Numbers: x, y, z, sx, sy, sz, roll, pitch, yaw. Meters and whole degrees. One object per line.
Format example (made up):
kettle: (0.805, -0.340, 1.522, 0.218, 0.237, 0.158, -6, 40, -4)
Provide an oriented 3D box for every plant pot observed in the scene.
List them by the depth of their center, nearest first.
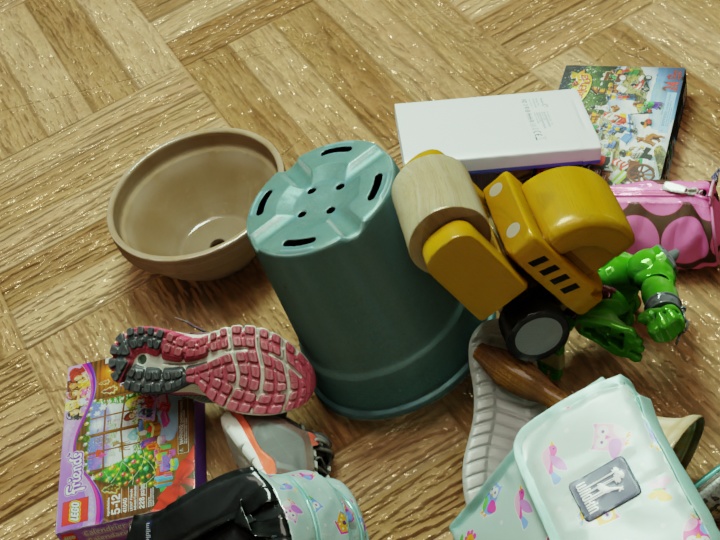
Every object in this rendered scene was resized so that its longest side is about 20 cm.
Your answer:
plant pot: (0.000, 0.000, 1.160, 0.198, 0.197, 0.201, -19, 39, 16)
plant pot: (-0.167, -0.055, 1.359, 0.199, 0.093, 0.202, -9, 46, 10)

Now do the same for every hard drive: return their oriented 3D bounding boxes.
hard drive: (0.139, -0.144, 1.303, 0.198, 0.026, 0.132, -5, 35, -1)

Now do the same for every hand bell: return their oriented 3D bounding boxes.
hand bell: (0.179, 0.119, 1.062, 0.199, 0.105, 0.104, 31, 62, 26)

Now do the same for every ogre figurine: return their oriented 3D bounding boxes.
ogre figurine: (0.219, 0.029, 1.153, 0.200, 0.098, 0.120, -36, 15, 52)

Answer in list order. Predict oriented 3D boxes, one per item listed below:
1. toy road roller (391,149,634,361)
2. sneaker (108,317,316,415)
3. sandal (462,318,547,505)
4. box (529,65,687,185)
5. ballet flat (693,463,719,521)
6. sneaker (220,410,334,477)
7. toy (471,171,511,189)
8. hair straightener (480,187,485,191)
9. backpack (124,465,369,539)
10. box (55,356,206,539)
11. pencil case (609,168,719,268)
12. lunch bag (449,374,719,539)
toy road roller: (0.136, -0.037, 1.053, 0.146, 0.200, 0.123, -40, 36, 19)
sneaker: (-0.134, 0.088, 1.177, 0.198, 0.075, 0.082, 9, 86, 17)
sandal: (0.132, 0.144, 1.111, 0.081, 0.050, 0.205, 4, 66, 1)
box: (0.269, -0.142, 1.343, 0.135, 0.038, 0.201, 5, 50, 21)
ballet flat: (0.342, 0.158, 1.027, 0.200, 0.072, 0.072, -38, 49, -17)
sneaker: (-0.054, 0.178, 1.124, 0.081, 0.078, 0.200, -27, 46, -17)
toy: (0.063, -0.056, 1.315, 0.198, 0.048, 0.116, -1, 37, 3)
hair straightener: (0.106, -0.079, 1.263, 0.076, 0.041, 0.200, -11, 31, -12)
backpack: (-0.090, 0.238, 0.995, 0.200, 0.126, 0.168, -45, 59, 30)
box: (-0.219, 0.166, 1.208, 0.135, 0.039, 0.201, -14, 46, 5)
pencil case: (0.253, -0.050, 1.223, 0.198, 0.094, 0.092, -2, 62, 18)
lunch bag: (0.174, 0.201, 0.934, 0.121, 0.201, 0.171, 11, 38, -30)
